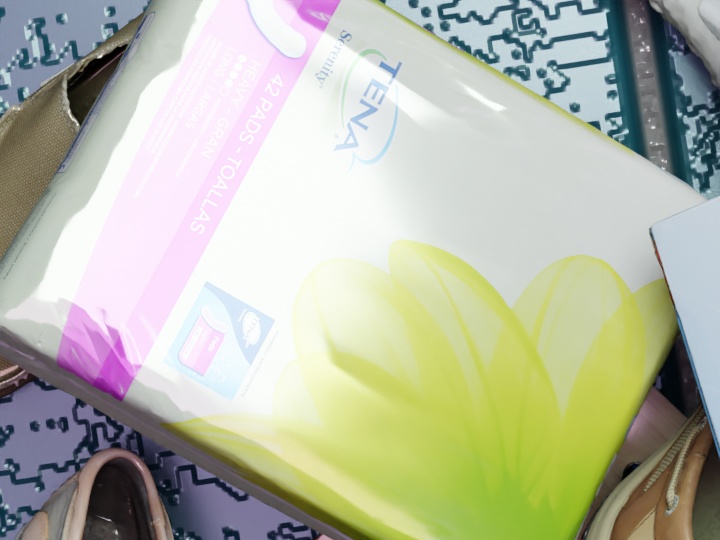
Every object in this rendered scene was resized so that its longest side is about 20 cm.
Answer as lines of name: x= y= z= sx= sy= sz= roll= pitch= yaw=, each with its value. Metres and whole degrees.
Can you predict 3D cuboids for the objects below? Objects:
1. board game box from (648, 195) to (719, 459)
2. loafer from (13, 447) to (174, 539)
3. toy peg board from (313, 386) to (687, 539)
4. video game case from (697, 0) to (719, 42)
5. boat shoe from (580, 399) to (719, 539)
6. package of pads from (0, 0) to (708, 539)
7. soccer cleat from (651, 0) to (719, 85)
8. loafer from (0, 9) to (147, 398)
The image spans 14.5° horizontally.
board game box: x=0.203 y=0.045 z=0.796 sx=0.199 sy=0.056 sz=0.197 roll=-23 pitch=73 yaw=27
loafer: x=-0.078 y=0.147 z=0.917 sx=0.072 sy=0.201 sz=0.063 roll=6 pitch=134 yaw=-25
toy peg board: x=0.069 y=0.148 z=0.950 sx=0.200 sy=0.098 sz=0.199 roll=43 pitch=92 yaw=1
video game case: x=0.208 y=-0.094 z=0.781 sx=0.182 sy=0.200 sz=0.023 roll=-43 pitch=126 yaw=2
boat shoe: x=0.149 y=0.046 z=0.920 sx=0.076 sy=0.074 sz=0.200 roll=38 pitch=61 yaw=-1
package of pads: x=0.000 y=0.000 z=0.896 sx=0.199 sy=0.068 sz=0.155 roll=30 pitch=77 yaw=-6
soccer cleat: x=0.108 y=-0.117 z=0.956 sx=0.085 sy=0.069 sz=0.201 roll=-15 pitch=87 yaw=11
loafer: x=-0.094 y=-0.034 z=0.968 sx=0.076 sy=0.067 sz=0.200 roll=41 pitch=91 yaw=3
